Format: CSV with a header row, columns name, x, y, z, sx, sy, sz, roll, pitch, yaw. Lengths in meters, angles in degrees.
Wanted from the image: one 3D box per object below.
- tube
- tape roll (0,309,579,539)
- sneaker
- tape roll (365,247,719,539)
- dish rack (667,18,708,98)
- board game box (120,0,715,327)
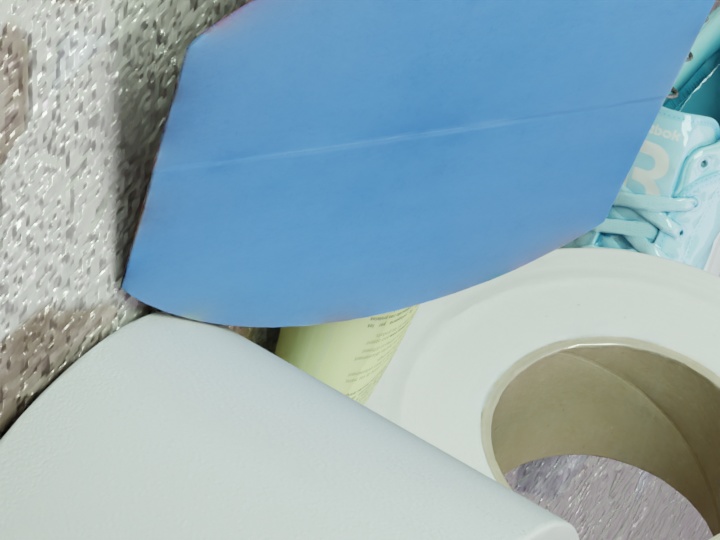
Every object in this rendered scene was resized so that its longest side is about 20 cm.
name,x,y,z,sx,sy,sz,roll,pitch,yaw
tube,0.000,0.000,0.982,0.058,0.052,0.200,-2,130,-26
tape roll,-0.043,0.130,0.900,0.203,0.139,0.203,-51,159,-29
sneaker,0.118,-0.031,1.234,0.200,0.074,0.082,-60,147,-19
tape roll,0.090,0.086,1.102,0.202,0.202,0.071,-46,157,-38
dish rack,0.086,-0.091,1.062,0.153,0.054,0.200,-30,145,-57
board game box,0.010,-0.053,0.853,0.158,0.039,0.200,-9,150,-19
